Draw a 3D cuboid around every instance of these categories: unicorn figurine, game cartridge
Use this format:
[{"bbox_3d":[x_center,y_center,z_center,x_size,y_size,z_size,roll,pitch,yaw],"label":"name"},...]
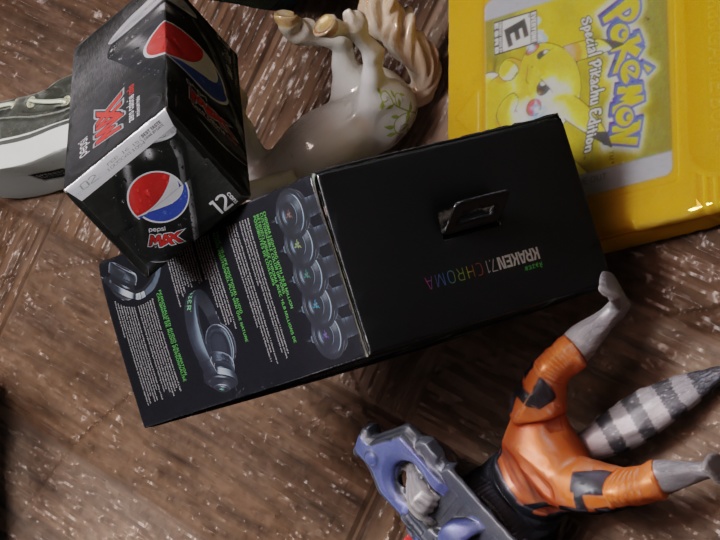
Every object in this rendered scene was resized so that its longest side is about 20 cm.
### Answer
[{"bbox_3d":[-0.035,-0.067,1.460,0.200,0.137,0.074,-31,45,11],"label":"unicorn figurine"},{"bbox_3d":[0.133,-0.097,1.379,0.199,0.032,0.177,-15,65,37],"label":"game cartridge"}]

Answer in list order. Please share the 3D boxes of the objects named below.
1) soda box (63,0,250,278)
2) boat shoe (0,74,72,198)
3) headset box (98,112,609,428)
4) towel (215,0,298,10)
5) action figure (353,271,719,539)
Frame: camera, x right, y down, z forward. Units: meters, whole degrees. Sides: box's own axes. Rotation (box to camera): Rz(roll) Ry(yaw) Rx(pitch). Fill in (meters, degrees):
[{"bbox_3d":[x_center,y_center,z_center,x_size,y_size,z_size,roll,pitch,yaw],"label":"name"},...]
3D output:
[{"bbox_3d":[-0.102,-0.077,1.324,0.071,0.063,0.200,-38,22,12],"label":"soda box"},{"bbox_3d":[-0.169,-0.091,1.604,0.199,0.071,0.064,-7,70,40],"label":"boat shoe"},{"bbox_3d":[0.000,0.000,1.319,0.200,0.174,0.093,-20,86,50],"label":"headset box"},{"bbox_3d":[-0.042,-0.203,1.459,0.147,0.200,0.022,-44,75,18],"label":"towel"},{"bbox_3d":[0.104,0.127,1.301,0.193,0.104,0.200,-42,76,29],"label":"action figure"}]
